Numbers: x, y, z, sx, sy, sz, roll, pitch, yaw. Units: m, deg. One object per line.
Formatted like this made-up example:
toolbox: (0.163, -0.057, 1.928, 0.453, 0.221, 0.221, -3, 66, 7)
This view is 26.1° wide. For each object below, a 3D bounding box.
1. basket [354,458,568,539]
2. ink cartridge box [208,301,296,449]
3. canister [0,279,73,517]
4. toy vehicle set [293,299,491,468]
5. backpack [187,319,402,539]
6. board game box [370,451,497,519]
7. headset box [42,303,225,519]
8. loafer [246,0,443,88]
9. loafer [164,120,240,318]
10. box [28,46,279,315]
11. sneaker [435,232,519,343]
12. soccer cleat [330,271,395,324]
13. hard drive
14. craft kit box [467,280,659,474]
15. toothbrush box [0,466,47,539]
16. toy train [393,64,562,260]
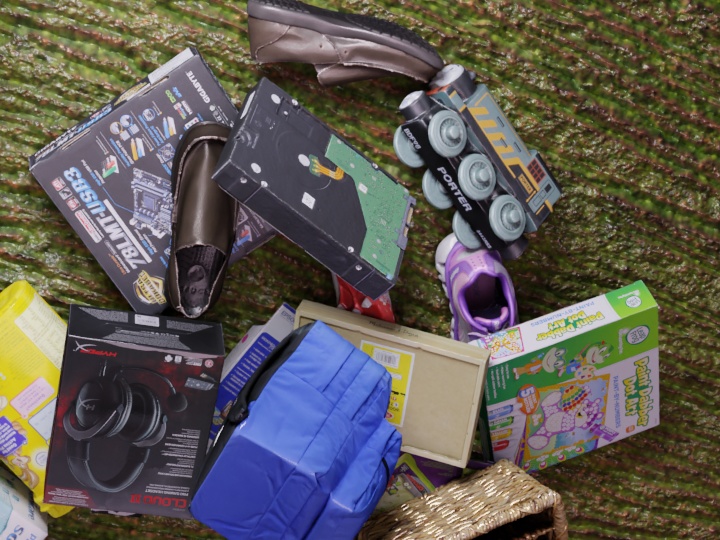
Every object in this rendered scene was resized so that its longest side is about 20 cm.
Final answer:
basket: (0.108, 0.299, 1.549, 0.199, 0.149, 0.144, -21, 102, -12)
ink cartridge box: (-0.110, 0.130, 1.625, 0.095, 0.037, 0.200, 37, 100, -20)
canister: (-0.321, 0.127, 1.556, 0.148, 0.087, 0.200, -39, 110, 4)
toy vehicle set: (0.024, 0.114, 1.563, 0.199, 0.027, 0.125, 15, 116, 10)
backpack: (-0.050, 0.165, 1.481, 0.167, 0.200, 0.163, 35, 130, -5)
board game box: (0.058, 0.245, 1.618, 0.199, 0.032, 0.121, 13, 90, -16)
headset box: (-0.219, 0.145, 1.485, 0.148, 0.077, 0.201, 9, 111, -12)
loafer: (-0.018, -0.213, 1.514, 0.199, 0.073, 0.071, 14, 110, -5)
loafer: (-0.145, -0.042, 1.491, 0.072, 0.071, 0.201, 2, 109, -13)
box: (-0.189, -0.082, 1.531, 0.198, 0.050, 0.201, -34, 112, 2)
sneaker: (0.135, 0.058, 1.620, 0.080, 0.089, 0.201, -21, 114, -6)
soccer cleat: (0.000, 0.000, 1.584, 0.068, 0.085, 0.201, -1, 126, 34)
hard drive: (-0.040, -0.077, 1.480, 0.200, 0.140, 0.038, 36, 130, -18)
craft kit box: (0.218, 0.121, 1.637, 0.196, 0.049, 0.201, -22, 136, -9)
toothbrush box: (-0.437, 0.247, 1.573, 0.200, 0.085, 0.147, 39, 97, -19)
toy train: (0.118, -0.109, 1.558, 0.114, 0.085, 0.200, -47, 109, -32)
